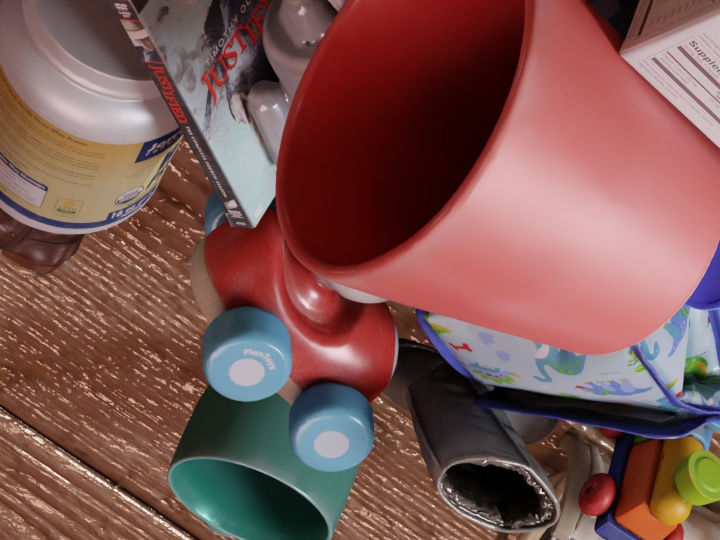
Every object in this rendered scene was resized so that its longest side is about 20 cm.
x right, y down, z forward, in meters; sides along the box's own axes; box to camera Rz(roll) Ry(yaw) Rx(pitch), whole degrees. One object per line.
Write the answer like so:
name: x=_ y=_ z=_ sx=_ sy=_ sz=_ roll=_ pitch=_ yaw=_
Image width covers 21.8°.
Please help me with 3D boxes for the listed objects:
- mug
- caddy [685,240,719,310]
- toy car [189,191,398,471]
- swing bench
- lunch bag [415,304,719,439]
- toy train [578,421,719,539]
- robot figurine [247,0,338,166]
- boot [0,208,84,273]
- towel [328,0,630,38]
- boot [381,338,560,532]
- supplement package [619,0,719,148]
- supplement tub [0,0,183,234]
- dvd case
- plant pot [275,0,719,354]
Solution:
mug: x=-0.087 y=0.155 z=1.612 sx=0.184 sy=0.115 sz=0.152 roll=-6 pitch=139 yaw=39
caddy: x=0.209 y=-0.076 z=1.092 sx=0.141 sy=0.105 sz=0.201 roll=37 pitch=146 yaw=18
toy car: x=0.000 y=0.000 z=1.320 sx=0.199 sy=0.185 sz=0.177 roll=-34 pitch=122 yaw=21
swing bench: x=0.221 y=0.240 z=1.536 sx=0.197 sy=0.131 sz=0.200 roll=28 pitch=143 yaw=-6
lunch bag: x=0.155 y=0.044 z=1.291 sx=0.168 sy=0.129 sz=0.200 roll=8 pitch=158 yaw=30
toy train: x=0.221 y=0.170 z=1.359 sx=0.084 sy=0.201 sz=0.116 roll=33 pitch=143 yaw=-16
robot figurine: x=0.013 y=-0.119 z=1.139 sx=0.168 sy=0.114 sz=0.201 roll=-26 pitch=133 yaw=7
boot: x=-0.275 y=-0.075 z=1.437 sx=0.185 sy=0.065 sz=0.200 roll=20 pitch=154 yaw=-21
towel: x=0.069 y=-0.149 z=1.061 sx=0.200 sy=0.147 sz=0.024 roll=52 pitch=176 yaw=-40
boot: x=0.103 y=0.124 z=1.361 sx=0.180 sy=0.073 sz=0.200 roll=12 pitch=-168 yaw=-24
supplement package: x=0.254 y=-0.121 z=0.942 sx=0.200 sy=0.157 sz=0.110 roll=38 pitch=147 yaw=-24
supplement tub: x=-0.175 y=-0.127 z=1.220 sx=0.143 sy=0.145 sz=0.200 roll=27 pitch=149 yaw=-8
dvd case: x=-0.072 y=-0.143 z=1.129 sx=0.022 sy=0.147 sz=0.201 roll=12 pitch=147 yaw=32
plant pot: x=0.081 y=-0.053 z=0.969 sx=0.176 sy=0.202 sz=0.199 roll=28 pitch=150 yaw=-32
